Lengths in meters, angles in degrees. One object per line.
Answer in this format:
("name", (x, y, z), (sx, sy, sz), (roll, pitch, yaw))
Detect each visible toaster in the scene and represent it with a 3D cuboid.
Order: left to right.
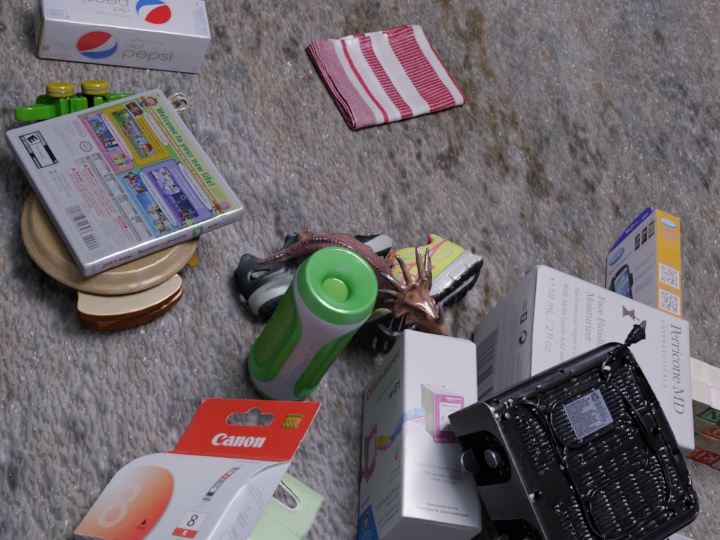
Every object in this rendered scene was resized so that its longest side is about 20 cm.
("toaster", (0.197, 0.174, 0.933), (0.199, 0.119, 0.182), (-21, 84, -26))

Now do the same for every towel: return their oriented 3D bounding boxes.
("towel", (0.038, -0.269, 1.393), (0.199, 0.023, 0.145), (-17, 69, -33))

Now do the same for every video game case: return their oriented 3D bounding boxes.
("video game case", (-0.248, -0.099, 1.071), (0.181, 0.022, 0.200), (-23, 60, -28))

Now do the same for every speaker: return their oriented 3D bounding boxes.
("speaker", (-0.052, 0.060, 1.022), (0.088, 0.200, 0.089), (12, 55, -17))

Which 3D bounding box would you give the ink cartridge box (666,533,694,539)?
("ink cartridge box", (0.243, 0.288, 1.007), (0.199, 0.044, 0.095), (21, 51, -6))

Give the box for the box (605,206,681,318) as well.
("box", (0.358, 0.017, 1.295), (0.041, 0.119, 0.201), (22, 53, -10))

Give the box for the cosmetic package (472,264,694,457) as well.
("cosmetic package", (0.241, 0.128, 1.137), (0.199, 0.165, 0.166), (19, 55, -13))

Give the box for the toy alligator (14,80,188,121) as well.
("toy alligator", (-0.299, -0.188, 1.166), (0.199, 0.060, 0.054), (-10, 23, -30))

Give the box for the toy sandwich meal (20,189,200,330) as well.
("toy sandwich meal", (-0.259, -0.034, 1.077), (0.203, 0.070, 0.206), (7, 51, -9))

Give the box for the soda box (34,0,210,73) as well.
("soda box", (-0.286, -0.291, 1.225), (0.198, 0.068, 0.064), (1, 59, -25))

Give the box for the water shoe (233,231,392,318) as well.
("water shoe", (-0.051, -0.016, 1.156), (0.199, 0.072, 0.079), (-23, 68, -35))

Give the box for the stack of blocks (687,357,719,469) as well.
("stack of blocks", (0.420, 0.176, 1.224), (0.199, 0.115, 0.059), (22, 53, -12))

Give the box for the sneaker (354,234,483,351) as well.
("sneaker", (0.051, 0.021, 1.187), (0.090, 0.079, 0.199), (40, 48, 22))

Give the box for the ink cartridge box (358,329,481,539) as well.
("ink cartridge box", (0.057, 0.182, 1.030), (0.084, 0.145, 0.201), (13, 55, -13))

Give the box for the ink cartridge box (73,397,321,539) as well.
("ink cartridge box", (-0.146, 0.182, 0.931), (0.050, 0.161, 0.201), (58, 44, -33))

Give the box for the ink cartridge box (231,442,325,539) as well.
("ink cartridge box", (-0.125, 0.273, 0.940), (0.103, 0.059, 0.201), (33, 51, -2))

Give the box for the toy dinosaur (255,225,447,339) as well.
("toy dinosaur", (0.000, 0.000, 1.056), (0.199, 0.135, 0.086), (25, 76, -22))
